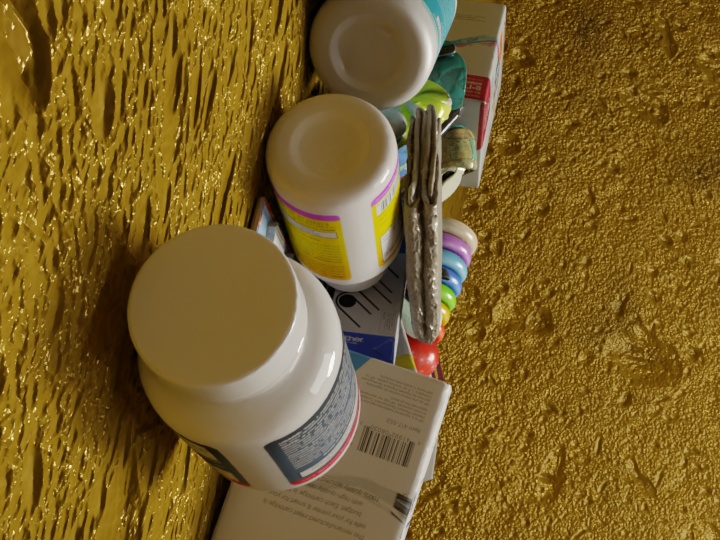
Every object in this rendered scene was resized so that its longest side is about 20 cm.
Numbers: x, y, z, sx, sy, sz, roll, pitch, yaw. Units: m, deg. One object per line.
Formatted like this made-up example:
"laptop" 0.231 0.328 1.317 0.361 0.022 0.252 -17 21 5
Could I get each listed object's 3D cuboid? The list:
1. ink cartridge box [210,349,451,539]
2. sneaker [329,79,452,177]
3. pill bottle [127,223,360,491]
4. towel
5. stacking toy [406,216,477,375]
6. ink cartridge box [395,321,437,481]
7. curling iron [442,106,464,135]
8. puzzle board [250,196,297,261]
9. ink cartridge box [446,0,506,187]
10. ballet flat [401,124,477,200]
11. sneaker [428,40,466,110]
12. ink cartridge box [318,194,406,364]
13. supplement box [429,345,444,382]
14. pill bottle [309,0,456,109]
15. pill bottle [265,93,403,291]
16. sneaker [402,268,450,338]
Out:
"ink cartridge box" -0.023 0.170 0.786 0.086 0.146 0.201 61 47 -77
"sneaker" 0.013 -0.119 0.907 0.200 0.076 0.105 -22 143 -45
"pill bottle" -0.066 0.056 0.567 0.200 0.119 0.120 79 22 -66
"towel" 0.058 -0.039 0.867 0.201 0.034 0.133 83 10 -49
"stacking toy" 0.083 0.038 1.142 0.085 0.085 0.201 82 22 -62
"ink cartridge box" 0.015 0.118 0.990 0.145 0.083 0.201 85 -10 -61
"curling iron" 0.049 -0.119 1.062 0.200 0.026 0.050 -42 176 -15
"puzzle board" -0.078 0.045 0.801 0.200 0.017 0.152 75 26 -70
"ink cartridge box" 0.101 -0.233 1.205 0.146 0.144 0.201 86 16 -50
"ballet flat" 0.071 -0.099 1.150 0.200 0.071 0.071 -38 -155 44
"sneaker" 0.052 -0.201 1.011 0.200 0.120 0.084 -61 159 -62
"ink cartridge box" 0.000 0.000 0.938 0.201 0.093 0.044 -79 173 -45
"supplement box" 0.034 0.186 1.207 0.109 0.061 0.201 -96 -151 -54
"pill bottle" 0.029 -0.236 0.871 0.200 0.110 0.111 -67 163 -54
"pill bottle" -0.016 -0.054 0.807 0.200 0.104 0.105 80 21 -65
"sneaker" 0.044 -0.032 1.066 0.118 0.073 0.201 83 -15 -69
